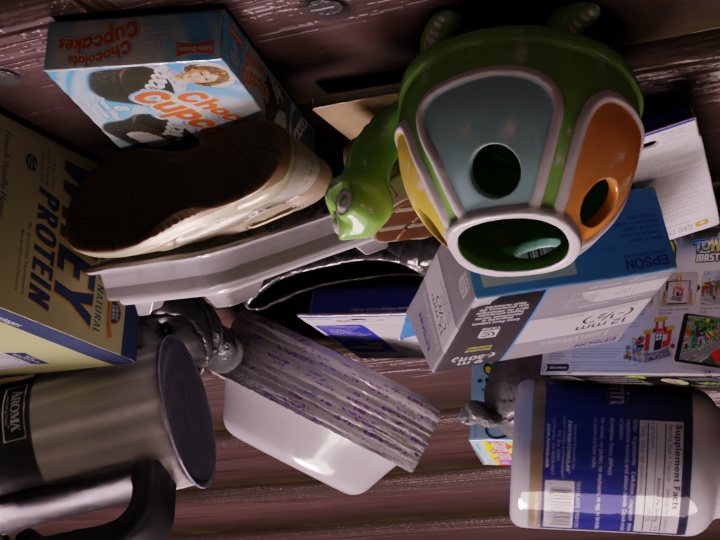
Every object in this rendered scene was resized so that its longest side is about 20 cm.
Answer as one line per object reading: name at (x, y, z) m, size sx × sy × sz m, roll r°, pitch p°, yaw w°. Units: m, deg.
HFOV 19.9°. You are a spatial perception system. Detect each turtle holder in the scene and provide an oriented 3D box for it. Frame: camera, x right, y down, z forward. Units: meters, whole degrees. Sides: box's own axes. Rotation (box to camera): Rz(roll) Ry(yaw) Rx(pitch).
turtle holder at (0.074, -0.072, 1.212) m, size 0.184 × 0.133 × 0.141 m, roll 6°, pitch 150°, yaw -1°

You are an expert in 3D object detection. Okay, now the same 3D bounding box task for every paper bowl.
paper bowl at (-0.038, 0.121, 1.777) m, size 0.200 × 0.105 × 0.201 m, roll 27°, pitch 175°, yaw 3°

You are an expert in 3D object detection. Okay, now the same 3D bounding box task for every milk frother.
milk frother at (-0.199, 0.170, 1.577) m, size 0.187 × 0.182 × 0.200 m, roll -14°, pitch 157°, yaw 12°

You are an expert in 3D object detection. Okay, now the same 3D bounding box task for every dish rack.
dish rack at (-0.073, -0.013, 1.424) m, size 0.199 × 0.044 × 0.171 m, roll -21°, pitch -172°, yaw -38°

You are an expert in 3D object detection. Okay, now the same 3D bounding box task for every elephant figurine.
elephant figurine at (-0.162, 0.066, 1.655) m, size 0.199 × 0.143 × 0.155 m, roll -10°, pitch 156°, yaw 39°
elephant figurine at (0.213, 0.090, 1.690) m, size 0.199 × 0.156 × 0.141 m, roll 5°, pitch 157°, yaw 35°

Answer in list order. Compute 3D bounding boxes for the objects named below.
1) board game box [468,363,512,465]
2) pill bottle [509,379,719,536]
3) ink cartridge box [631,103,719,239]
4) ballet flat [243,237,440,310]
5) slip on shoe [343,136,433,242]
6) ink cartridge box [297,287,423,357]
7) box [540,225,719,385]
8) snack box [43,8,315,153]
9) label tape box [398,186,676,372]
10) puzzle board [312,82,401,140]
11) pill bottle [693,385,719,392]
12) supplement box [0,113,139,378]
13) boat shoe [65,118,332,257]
board game box at (0.203, 0.115, 1.839) m, size 0.198 × 0.106 × 0.103 m, roll 0°, pitch 163°, yaw 11°
pill bottle at (0.217, 0.147, 1.590) m, size 0.198 × 0.117 × 0.116 m, roll 3°, pitch 162°, yaw 5°
ink cartridge box at (0.185, -0.063, 1.374) m, size 0.094 × 0.037 × 0.200 m, roll -17°, pitch 160°, yaw 8°
ballet flat at (0.000, 0.000, 1.591) m, size 0.198 × 0.057 × 0.066 m, roll -5°, pitch 160°, yaw 21°
slip on shoe at (0.063, -0.056, 1.367) m, size 0.199 × 0.061 × 0.076 m, roll -4°, pitch 144°, yaw -47°
ink cartridge box at (0.020, 0.041, 1.697) m, size 0.094 × 0.037 × 0.200 m, roll -2°, pitch 170°, yaw 15°
box at (0.218, 0.027, 1.505) m, size 0.035 × 0.111 × 0.199 m, roll 15°, pitch 169°, yaw -37°
snack box at (-0.110, -0.107, 1.314) m, size 0.115 × 0.037 × 0.200 m, roll -3°, pitch 161°, yaw 15°
label tape box at (0.116, 0.021, 1.406) m, size 0.142 × 0.067 × 0.200 m, roll -9°, pitch 157°, yaw -15°
puzzle board at (0.078, -0.090, 1.373) m, size 0.150 × 0.018 × 0.200 m, roll -8°, pitch 160°, yaw 25°
pill bottle at (0.311, 0.042, 1.582) m, size 0.199 × 0.117 × 0.116 m, roll 13°, pitch 159°, yaw -30°
supplement box at (-0.290, -0.011, 1.473) m, size 0.198 × 0.136 × 0.200 m, roll -8°, pitch 160°, yaw 31°
boat shoe at (-0.108, -0.045, 1.333) m, size 0.199 × 0.073 × 0.065 m, roll -16°, pitch 153°, yaw 35°
